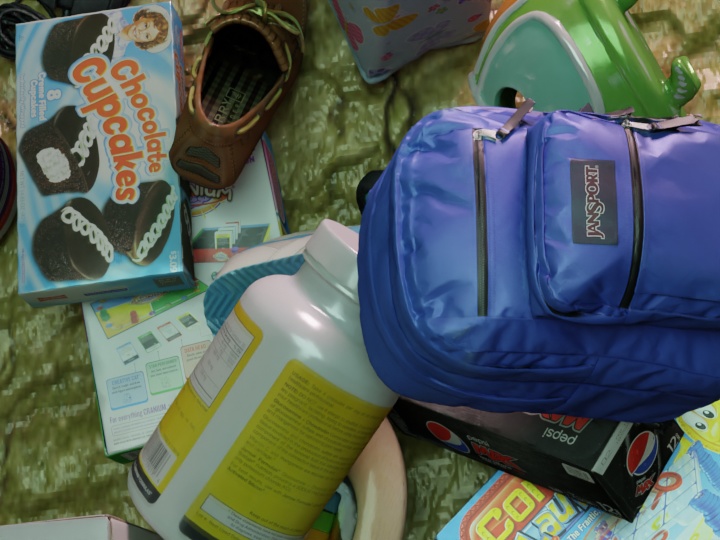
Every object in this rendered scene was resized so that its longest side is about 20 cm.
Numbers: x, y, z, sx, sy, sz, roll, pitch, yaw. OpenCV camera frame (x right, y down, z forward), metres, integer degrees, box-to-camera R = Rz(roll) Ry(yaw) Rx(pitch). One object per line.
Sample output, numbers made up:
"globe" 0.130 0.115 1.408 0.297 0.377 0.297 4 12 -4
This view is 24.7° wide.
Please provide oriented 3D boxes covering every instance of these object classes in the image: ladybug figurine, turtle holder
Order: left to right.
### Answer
"ladybug figurine" -0.033 0.170 1.062 0.134 0.072 0.202 22 86 21
"turtle holder" 0.156 -0.114 1.095 0.131 0.141 0.186 -30 114 15

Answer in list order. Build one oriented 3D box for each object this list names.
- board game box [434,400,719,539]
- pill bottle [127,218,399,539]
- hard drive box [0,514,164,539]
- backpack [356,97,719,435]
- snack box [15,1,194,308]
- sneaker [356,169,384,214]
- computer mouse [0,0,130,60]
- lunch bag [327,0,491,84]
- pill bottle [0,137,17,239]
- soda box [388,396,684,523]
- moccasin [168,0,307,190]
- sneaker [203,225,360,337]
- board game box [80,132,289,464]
"board game box" 0.184 0.171 1.047 0.196 0.056 0.200 43 85 15
"pill bottle" -0.044 0.076 0.976 0.112 0.112 0.201 37 98 15
"hard drive box" -0.157 0.239 1.002 0.076 0.200 0.158 -5 75 6
"backpack" 0.101 -0.015 0.871 0.197 0.168 0.165 4 68 -10
"snack box" -0.176 -0.080 1.126 0.115 0.037 0.203 -7 70 6
"sneaker" 0.093 -0.018 1.111 0.199 0.075 0.088 36 65 8
"computer mouse" -0.190 -0.244 1.204 0.137 0.053 0.202 14 78 12
"lunch bag" 0.007 -0.257 1.117 0.126 0.170 0.202 -22 74 -10
"pill bottle" -0.309 -0.077 1.102 0.111 0.200 0.114 -2 75 7
"soda box" 0.097 0.084 1.023 0.199 0.063 0.071 17 66 45
"moccasin" -0.079 -0.148 1.121 0.073 0.078 0.202 26 48 0
"sneaker" 0.000 0.000 1.056 0.197 0.081 0.078 -6 107 4
"board game box" -0.116 0.016 1.135 0.151 0.040 0.203 -13 75 4
